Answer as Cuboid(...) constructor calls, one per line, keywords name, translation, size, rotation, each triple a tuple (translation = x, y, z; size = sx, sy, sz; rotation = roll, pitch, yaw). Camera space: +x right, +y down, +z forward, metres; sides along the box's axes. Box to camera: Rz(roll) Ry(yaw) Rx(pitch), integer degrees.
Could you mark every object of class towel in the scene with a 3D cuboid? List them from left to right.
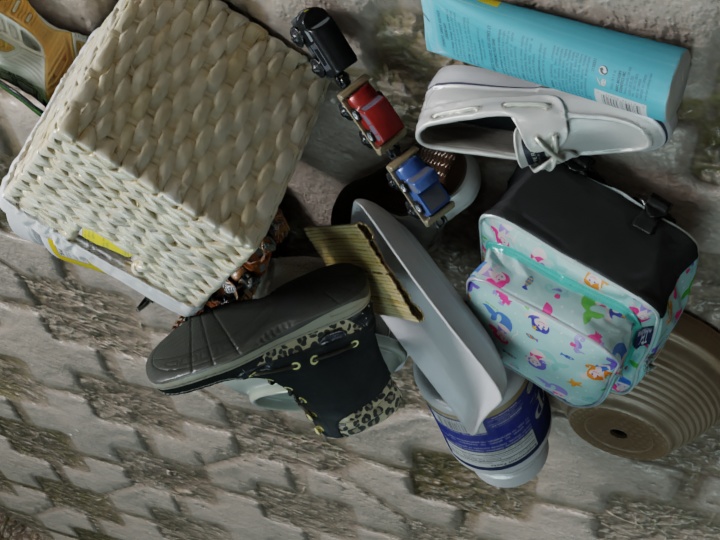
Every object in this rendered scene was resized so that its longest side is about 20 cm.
Cuboid(name="towel", translation=(-0.044, 0.032, 1.391), size=(0.130, 0.035, 0.200), rotation=(-3, 156, -16))

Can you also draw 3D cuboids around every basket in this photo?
Cuboid(name="basket", translation=(-0.159, -0.106, 1.112), size=(0.197, 0.202, 0.161), rotation=(31, 150, -15))

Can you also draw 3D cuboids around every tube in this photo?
Cuboid(name="tube", translation=(0.131, -0.155, 0.959), size=(0.198, 0.051, 0.078), rotation=(19, 149, 21))

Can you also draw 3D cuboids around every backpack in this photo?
Cuboid(name="backpack", translation=(0.177, 0.020, 1.124), size=(0.176, 0.151, 0.200), rotation=(30, 164, 17))

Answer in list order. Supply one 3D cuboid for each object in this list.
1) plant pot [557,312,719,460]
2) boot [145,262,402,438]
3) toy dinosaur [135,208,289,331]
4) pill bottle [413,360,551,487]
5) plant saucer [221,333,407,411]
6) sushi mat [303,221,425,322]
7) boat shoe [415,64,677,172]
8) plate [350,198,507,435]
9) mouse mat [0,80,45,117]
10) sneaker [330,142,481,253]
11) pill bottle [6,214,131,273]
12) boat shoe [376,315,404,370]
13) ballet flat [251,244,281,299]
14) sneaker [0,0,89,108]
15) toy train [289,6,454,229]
Cuboid(name="plant pot", translation=(0.257, 0.116, 1.285), size=(0.198, 0.094, 0.202), rotation=(19, 154, 10))
Cuboid(name="boot", translation=(-0.067, 0.094, 1.166), size=(0.201, 0.074, 0.155), rotation=(-23, 129, 0))
Cuboid(name="toy dinosaur", translation=(-0.133, 0.014, 1.275), size=(0.102, 0.135, 0.202), rotation=(36, 135, 23))
Cuboid(name="pill bottle", translation=(0.133, 0.139, 1.396), size=(0.118, 0.121, 0.201), rotation=(10, 150, 25))
Cuboid(name="plant saucer", translation=(-0.053, 0.101, 1.290), size=(0.197, 0.051, 0.200), rotation=(-2, 165, 0))
Cuboid(name="sushi mat", translation=(0.000, 0.000, 1.175), size=(0.096, 0.012, 0.200), rotation=(59, 167, -9))
Cuboid(name="boat shoe", translation=(0.134, -0.107, 1.014), size=(0.197, 0.066, 0.072), rotation=(13, 151, 22))
Cuboid(name="plate", translation=(0.058, 0.039, 1.161), size=(0.201, 0.032, 0.200), rotation=(54, 169, 11))
Cuboid(name="mouse mat", translation=(-0.295, -0.146, 1.256), size=(0.160, 0.008, 0.200), rotation=(33, 177, 34))
Cuboid(name="sneaker", translation=(0.058, -0.058, 1.175), size=(0.084, 0.074, 0.199), rotation=(24, 162, -26))
Cuboid(name="pill bottle", translation=(-0.251, -0.055, 1.366), size=(0.198, 0.115, 0.115), rotation=(16, 153, 24))
Cuboid(name="boat shoe", translation=(0.018, 0.065, 1.361), size=(0.056, 0.070, 0.200), rotation=(-12, 160, -9))
Cuboid(name="ballet flat", translation=(-0.115, -0.030, 1.354), size=(0.072, 0.074, 0.201), rotation=(16, 152, 15))
Cuboid(name="sneaker", translation=(-0.288, -0.191, 1.227), size=(0.200, 0.076, 0.087), rotation=(42, 165, -26))
Cuboid(name="toy train", translation=(0.012, -0.118, 1.054), size=(0.201, 0.034, 0.046), rotation=(55, 161, -9))
